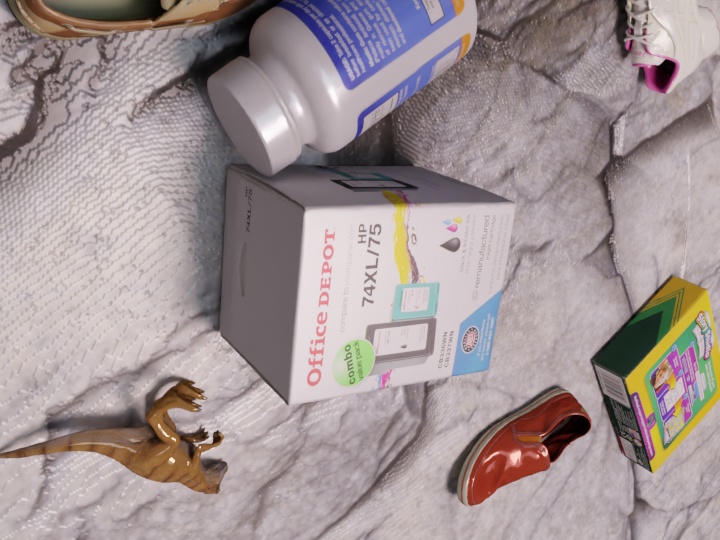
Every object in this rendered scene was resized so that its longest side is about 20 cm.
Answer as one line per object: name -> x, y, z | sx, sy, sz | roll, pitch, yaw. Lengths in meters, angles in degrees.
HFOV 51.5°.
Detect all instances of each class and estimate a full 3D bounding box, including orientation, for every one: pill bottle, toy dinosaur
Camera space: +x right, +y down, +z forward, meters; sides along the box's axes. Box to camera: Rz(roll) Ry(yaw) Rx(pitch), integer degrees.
pill bottle -> -0.015, -0.163, 0.567 | 0.198, 0.111, 0.114 | -38, 125, -16
toy dinosaur -> -0.173, 0.142, 0.607 | 0.198, 0.060, 0.108 | 29, 92, -38

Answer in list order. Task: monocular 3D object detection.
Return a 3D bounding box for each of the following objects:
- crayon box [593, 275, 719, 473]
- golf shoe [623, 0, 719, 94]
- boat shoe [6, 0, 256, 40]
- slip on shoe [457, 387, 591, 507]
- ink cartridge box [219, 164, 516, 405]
crayon box -> 0.408, 0.142, 1.006 | 0.172, 0.058, 0.202 | -41, 126, -16
golf shoe -> 0.307, -0.268, 0.774 | 0.092, 0.075, 0.199 | -51, 126, -2
boat shoe -> -0.130, -0.194, 0.499 | 0.196, 0.073, 0.078 | -25, 120, -24
slip on shoe -> 0.195, 0.213, 0.885 | 0.197, 0.061, 0.076 | -30, 124, -20
ink cartridge box -> 0.000, 0.000, 0.616 | 0.195, 0.145, 0.151 | -5, 110, -32
